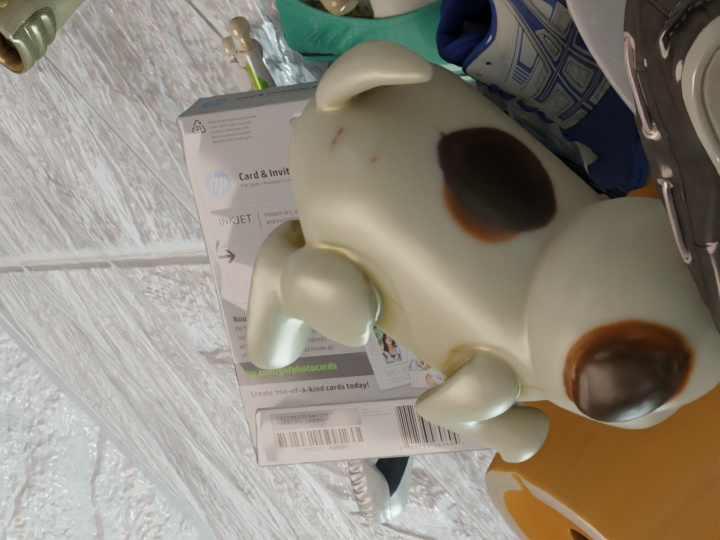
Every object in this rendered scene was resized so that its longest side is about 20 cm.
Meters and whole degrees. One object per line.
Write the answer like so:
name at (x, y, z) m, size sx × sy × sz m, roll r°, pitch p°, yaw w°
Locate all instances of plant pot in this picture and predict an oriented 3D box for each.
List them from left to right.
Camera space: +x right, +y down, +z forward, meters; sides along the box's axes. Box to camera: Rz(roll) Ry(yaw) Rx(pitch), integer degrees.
plant pot at (0.164, 0.073, 1.081) m, size 0.200 × 0.183 × 0.200 m, roll 40°, pitch 164°, yaw 14°

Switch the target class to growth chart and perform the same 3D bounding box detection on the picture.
growth chart at (-0.052, -0.085, 1.384) m, size 0.200 × 0.018 × 0.146 m, roll -144°, pitch 33°, yaw -83°

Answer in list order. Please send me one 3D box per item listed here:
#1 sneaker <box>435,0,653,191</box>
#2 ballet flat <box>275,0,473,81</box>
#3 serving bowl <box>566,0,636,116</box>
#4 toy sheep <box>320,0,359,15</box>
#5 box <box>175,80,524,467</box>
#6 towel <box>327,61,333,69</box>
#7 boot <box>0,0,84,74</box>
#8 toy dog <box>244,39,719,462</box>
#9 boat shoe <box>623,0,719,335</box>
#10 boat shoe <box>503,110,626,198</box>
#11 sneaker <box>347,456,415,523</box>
sneaker at (0.076, -0.104, 0.984) m, size 0.076 × 0.088 × 0.201 m, roll -111°, pitch -2°, yaw -46°
ballet flat at (0.012, -0.138, 1.143) m, size 0.200 × 0.067 × 0.071 m, roll 15°, pitch 134°, yaw 57°
serving bowl at (0.172, -0.088, 0.861) m, size 0.200 × 0.066 × 0.200 m, roll 41°, pitch 165°, yaw 13°
toy sheep at (-0.064, -0.198, 1.051) m, size 0.201 × 0.137 × 0.138 m, roll 58°, pitch 169°, yaw 17°
box at (0.000, 0.000, 1.183) m, size 0.155 × 0.041 × 0.201 m, roll -7°, pitch 109°, yaw 19°
towel at (-0.013, -0.014, 1.332) m, size 0.022 × 0.202 × 0.147 m, roll 3°, pitch 159°, yaw 1°
boot at (-0.177, -0.212, 1.245) m, size 0.073 × 0.156 × 0.200 m, roll 36°, pitch 163°, yaw 24°
toy dog at (0.072, -0.008, 0.961) m, size 0.199 × 0.140 × 0.195 m, roll 26°, pitch 136°, yaw 21°
boat shoe at (0.143, -0.036, 0.842) m, size 0.057 × 0.067 × 0.201 m, roll 50°, pitch 169°, yaw 44°
boat shoe at (0.065, -0.064, 1.208) m, size 0.199 × 0.084 × 0.069 m, roll 22°, pitch 151°, yaw 15°
sneaker at (0.058, 0.047, 1.302) m, size 0.128 × 0.201 × 0.080 m, roll 3°, pitch 171°, yaw 2°
